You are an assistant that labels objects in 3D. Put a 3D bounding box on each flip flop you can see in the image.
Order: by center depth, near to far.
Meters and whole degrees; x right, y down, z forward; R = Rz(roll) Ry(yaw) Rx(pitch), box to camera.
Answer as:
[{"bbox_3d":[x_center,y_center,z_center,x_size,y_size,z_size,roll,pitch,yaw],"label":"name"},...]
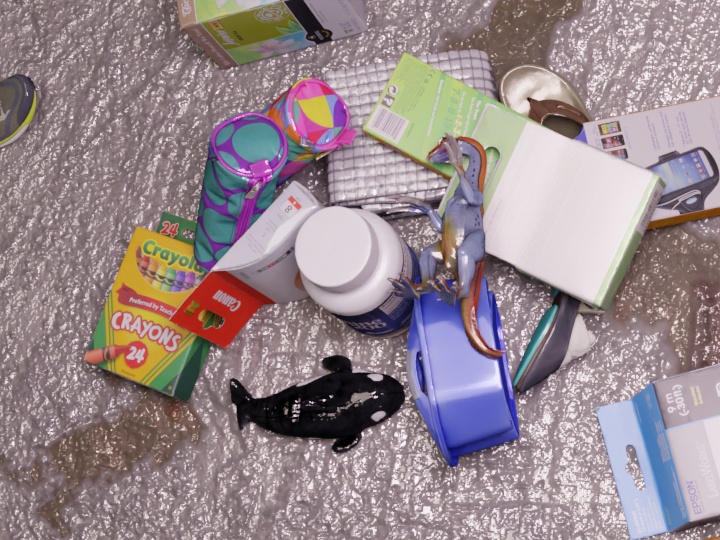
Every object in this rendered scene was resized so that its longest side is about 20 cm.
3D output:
[{"bbox_3d":[0.219,-0.146,1.500,0.080,0.058,0.202,-30,70,8],"label":"flip flop"}]

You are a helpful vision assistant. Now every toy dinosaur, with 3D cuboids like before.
[{"bbox_3d":[0.094,-0.044,1.386,0.104,0.201,0.182,-7,39,43],"label":"toy dinosaur"}]

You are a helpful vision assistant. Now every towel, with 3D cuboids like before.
[{"bbox_3d":[0.060,-0.146,1.538,0.197,0.086,0.168,-9,76,13],"label":"towel"}]

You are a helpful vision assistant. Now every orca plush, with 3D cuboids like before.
[{"bbox_3d":[-0.055,0.137,1.508,0.197,0.071,0.107,8,79,19],"label":"orca plush"}]

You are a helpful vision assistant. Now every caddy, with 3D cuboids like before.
[{"bbox_3d":[0.098,0.100,1.434,0.104,0.141,0.203,-12,73,10],"label":"caddy"}]

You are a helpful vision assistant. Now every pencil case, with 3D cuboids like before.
[{"bbox_3d":[-0.132,-0.074,1.483,0.084,0.201,0.093,-4,55,-15],"label":"pencil case"},{"bbox_3d":[-0.089,-0.138,1.528,0.199,0.087,0.090,-25,64,54],"label":"pencil case"}]

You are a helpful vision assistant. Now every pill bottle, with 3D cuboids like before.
[{"bbox_3d":[0.000,0.000,1.455,0.109,0.200,0.113,-4,75,16],"label":"pill bottle"}]

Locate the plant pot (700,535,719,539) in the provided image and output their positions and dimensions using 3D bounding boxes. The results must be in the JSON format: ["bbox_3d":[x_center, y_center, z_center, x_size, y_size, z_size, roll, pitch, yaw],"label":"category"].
[{"bbox_3d":[0.362,0.326,1.284,0.181,0.199,0.203,-7,74,30],"label":"plant pot"}]

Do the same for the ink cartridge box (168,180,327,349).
[{"bbox_3d":[-0.099,0.009,1.504,0.050,0.162,0.200,41,91,23],"label":"ink cartridge box"}]

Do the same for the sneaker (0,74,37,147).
[{"bbox_3d":[-0.491,-0.182,1.712,0.199,0.081,0.074,-32,70,7],"label":"sneaker"}]

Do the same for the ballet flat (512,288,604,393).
[{"bbox_3d":[0.223,0.043,1.450,0.072,0.073,0.202,17,76,20],"label":"ballet flat"}]

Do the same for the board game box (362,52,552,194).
[{"bbox_3d":[0.110,-0.142,1.461,0.198,0.030,0.096,29,86,11],"label":"board game box"}]

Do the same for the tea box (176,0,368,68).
[{"bbox_3d":[-0.111,-0.371,1.615,0.194,0.134,0.203,-13,73,14],"label":"tea box"}]

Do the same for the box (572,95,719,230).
[{"bbox_3d":[0.317,-0.109,1.447,0.197,0.042,0.121,-11,76,1],"label":"box"}]

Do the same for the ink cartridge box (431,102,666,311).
[{"bbox_3d":[0.191,-0.066,1.412,0.198,0.048,0.147,26,92,22],"label":"ink cartridge box"}]

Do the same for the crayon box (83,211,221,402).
[{"bbox_3d":[-0.224,0.035,1.595,0.126,0.051,0.202,17,82,20],"label":"crayon box"}]

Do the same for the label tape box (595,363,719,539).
[{"bbox_3d":[0.346,0.176,1.381,0.198,0.066,0.145,-16,73,11],"label":"label tape box"}]
